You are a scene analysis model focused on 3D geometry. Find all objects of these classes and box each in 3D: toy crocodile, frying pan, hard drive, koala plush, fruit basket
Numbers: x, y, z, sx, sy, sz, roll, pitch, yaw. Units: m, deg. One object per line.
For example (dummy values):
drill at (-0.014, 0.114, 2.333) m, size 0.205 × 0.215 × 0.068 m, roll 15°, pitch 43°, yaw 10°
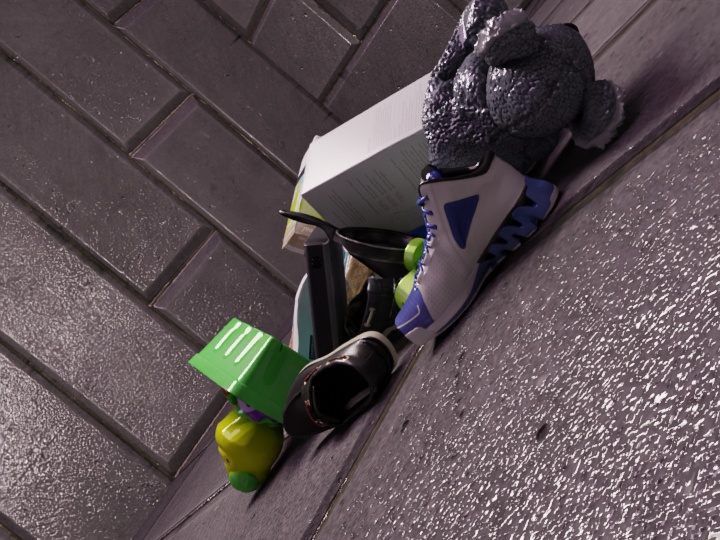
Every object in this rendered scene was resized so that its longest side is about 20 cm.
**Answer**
toy crocodile at (0.108, -0.032, 0.941) m, size 0.067 × 0.062 × 0.201 m, roll 20°, pitch 66°, yaw 41°
frying pan at (-0.009, -0.036, 0.989) m, size 0.115 × 0.185 × 0.032 m, roll -85°, pitch 2°, yaw -77°
hard drive at (-0.038, 0.052, 1.086) m, size 0.140 × 0.032 × 0.205 m, roll -71°, pitch -23°, yaw -75°
koala plush at (0.157, -0.168, 0.822) m, size 0.185 × 0.176 × 0.200 m, roll -54°, pitch 12°, yaw -10°
fruit basket at (-0.157, 0.191, 1.186) m, size 0.215 × 0.154 × 0.218 m, roll -39°, pitch 31°, yaw 29°

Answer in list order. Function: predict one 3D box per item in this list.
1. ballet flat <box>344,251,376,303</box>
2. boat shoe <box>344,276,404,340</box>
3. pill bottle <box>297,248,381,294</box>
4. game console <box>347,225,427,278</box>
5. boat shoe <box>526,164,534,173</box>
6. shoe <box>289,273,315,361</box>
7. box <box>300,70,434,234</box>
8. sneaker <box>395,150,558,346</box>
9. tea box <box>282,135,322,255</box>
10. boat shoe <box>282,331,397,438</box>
ballet flat at (-0.014, 0.070, 1.230) m, size 0.071 × 0.069 × 0.204 m, roll 144°, pitch 143°, yaw -72°
boat shoe at (0.010, 0.052, 1.046) m, size 0.200 × 0.059 × 0.077 m, roll 123°, pitch 151°, yaw -61°
pill bottle at (0.000, 0.000, 1.343) m, size 0.201 × 0.119 × 0.120 m, roll -49°, pitch 5°, yaw 26°
game console at (0.088, -0.076, 1.065) m, size 0.201 × 0.116 × 0.176 m, roll -53°, pitch 5°, yaw -6°
boat shoe at (0.185, -0.170, 1.002) m, size 0.200 × 0.072 × 0.063 m, roll -49°, pitch -21°, yaw -54°
shoe at (-0.081, 0.099, 1.293) m, size 0.091 × 0.070 × 0.205 m, roll 155°, pitch 123°, yaw -65°
box at (0.044, -0.125, 1.037) m, size 0.197 × 0.124 × 0.099 m, roll -24°, pitch 40°, yaw 30°
sneaker at (0.085, -0.038, 0.833) m, size 0.200 × 0.115 × 0.081 m, roll -51°, pitch 4°, yaw 17°
tea box at (-0.028, -0.119, 1.654) m, size 0.134 × 0.196 × 0.201 m, roll 142°, pitch 143°, yaw -70°
boat shoe at (-0.037, 0.139, 0.962) m, size 0.201 × 0.074 × 0.063 m, roll -42°, pitch 2°, yaw 43°
